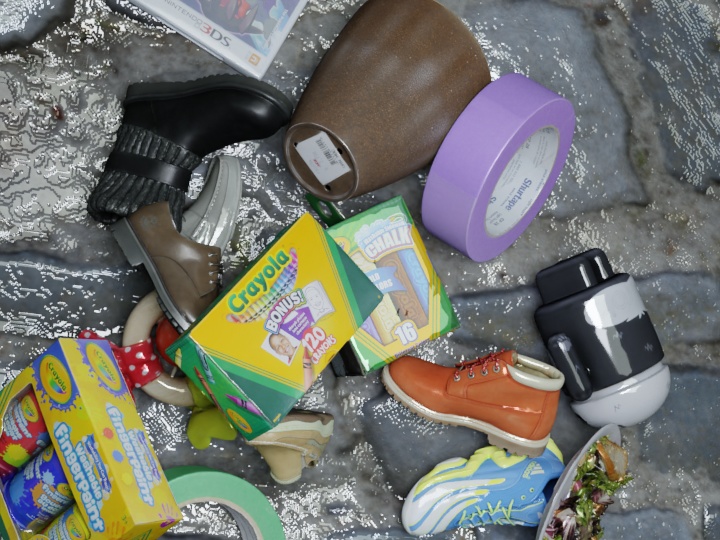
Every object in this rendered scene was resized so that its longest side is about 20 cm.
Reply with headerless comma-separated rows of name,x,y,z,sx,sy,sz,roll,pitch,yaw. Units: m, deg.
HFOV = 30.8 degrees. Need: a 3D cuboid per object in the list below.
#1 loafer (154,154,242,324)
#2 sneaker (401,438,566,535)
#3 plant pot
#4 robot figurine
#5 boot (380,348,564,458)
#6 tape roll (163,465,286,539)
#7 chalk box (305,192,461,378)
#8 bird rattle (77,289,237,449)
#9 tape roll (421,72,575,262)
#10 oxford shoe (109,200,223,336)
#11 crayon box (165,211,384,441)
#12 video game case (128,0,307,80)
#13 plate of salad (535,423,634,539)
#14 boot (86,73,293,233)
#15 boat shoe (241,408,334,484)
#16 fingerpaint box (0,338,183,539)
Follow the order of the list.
loafer,-0.179,-0.033,1.402,0.069,0.070,0.202,19,79,-20
sneaker,0.146,0.245,1.428,0.199,0.105,0.076,-27,119,-17
plant pot,0.011,-0.165,1.373,0.187,0.187,0.200,48,50,-5
robot figurine,0.270,0.081,1.481,0.149,0.125,0.201,-23,89,-12
boot,0.124,0.119,1.429,0.198,0.075,0.108,19,119,3
tape roll,-0.172,0.304,1.346,0.199,0.048,0.202,0,91,-29
chalk box,0.000,0.000,1.417,0.123,0.125,0.201,-24,91,-16
bird rattle,-0.194,0.089,1.359,0.199,0.113,0.164,23,98,2
tape roll,0.152,-0.112,1.430,0.065,0.200,0.200,33,74,23
oxford shoe,-0.163,0.015,1.289,0.084,0.073,0.201,-32,82,-7
crayon box,-0.079,0.051,1.261,0.119,0.058,0.200,47,53,-8
video game case,-0.142,-0.343,1.474,0.181,0.023,0.201,31,76,-9
plate of salad,0.245,0.263,1.425,0.048,0.200,0.201,24,75,26
boot,-0.177,-0.115,1.362,0.209,0.079,0.159,0,64,27
boat shoe,-0.073,0.182,1.343,0.071,0.200,0.077,7,85,19
fingerpaint box,-0.284,0.194,1.266,0.167,0.073,0.201,-37,67,25
